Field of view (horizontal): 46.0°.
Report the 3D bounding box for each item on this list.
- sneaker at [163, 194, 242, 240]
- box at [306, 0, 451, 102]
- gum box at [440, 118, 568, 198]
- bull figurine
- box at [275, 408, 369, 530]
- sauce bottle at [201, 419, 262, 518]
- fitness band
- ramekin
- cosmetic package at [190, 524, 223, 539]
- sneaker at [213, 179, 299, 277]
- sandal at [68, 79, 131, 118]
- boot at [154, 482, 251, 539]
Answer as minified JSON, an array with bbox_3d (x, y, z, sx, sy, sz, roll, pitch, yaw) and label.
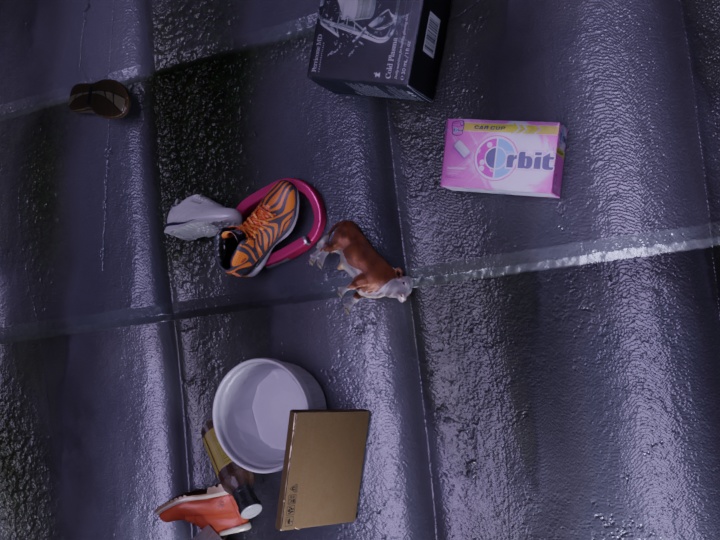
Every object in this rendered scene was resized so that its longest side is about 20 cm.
[{"bbox_3d":[-0.300,-0.109,1.615,0.200,0.076,0.081,-2,69,38],"label":"sneaker"},{"bbox_3d":[0.034,-0.408,1.470,0.196,0.124,0.200,11,91,27],"label":"box"},{"bbox_3d":[0.230,-0.185,1.396,0.200,0.066,0.114,7,91,25],"label":"gum box"},{"bbox_3d":[0.000,0.000,1.482,0.121,0.065,0.200,-32,63,-14],"label":"bull figurine"},{"bbox_3d":[-0.062,0.338,1.453,0.021,0.163,0.200,8,90,50],"label":"box"},{"bbox_3d":[-0.232,0.360,1.542,0.065,0.065,0.200,-46,48,15],"label":"sauce bottle"},{"bbox_3d":[-0.158,-0.088,1.584,0.200,0.037,0.144,-26,76,20],"label":"fitness band"},{"bbox_3d":[-0.155,0.257,1.526,0.200,0.105,0.200,-2,86,25],"label":"ramekin"},{"bbox_3d":[-0.254,0.577,1.542,0.101,0.071,0.200,-42,88,16],"label":"cosmetic package"},{"bbox_3d":[-0.188,-0.076,1.517,0.078,0.112,0.200,32,98,25],"label":"sneaker"},{"bbox_3d":[-0.536,-0.350,1.767,0.200,0.055,0.082,7,84,39],"label":"sandal"},{"bbox_3d":[-0.297,0.463,1.599,0.200,0.075,0.107,-18,85,21],"label":"boot"}]
